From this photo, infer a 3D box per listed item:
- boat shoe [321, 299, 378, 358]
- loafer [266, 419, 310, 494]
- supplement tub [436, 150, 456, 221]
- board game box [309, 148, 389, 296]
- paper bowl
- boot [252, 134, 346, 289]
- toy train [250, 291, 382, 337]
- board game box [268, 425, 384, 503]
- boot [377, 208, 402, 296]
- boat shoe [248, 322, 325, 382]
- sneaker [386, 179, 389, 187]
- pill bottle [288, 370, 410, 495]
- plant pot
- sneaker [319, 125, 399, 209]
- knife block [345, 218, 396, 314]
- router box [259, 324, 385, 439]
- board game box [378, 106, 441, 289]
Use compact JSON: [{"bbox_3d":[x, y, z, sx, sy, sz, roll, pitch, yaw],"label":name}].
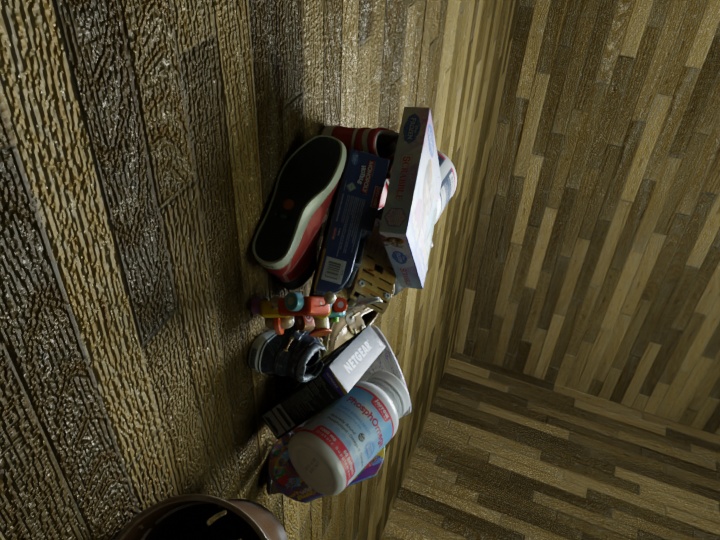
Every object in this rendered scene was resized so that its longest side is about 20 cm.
[{"bbox_3d":[-0.018,0.113,1.217,0.200,0.064,0.072,-51,153,-55],"label":"boat shoe"},{"bbox_3d":[-0.106,0.327,1.107,0.200,0.070,0.074,-51,152,-55],"label":"loafer"},{"bbox_3d":[0.113,-0.160,1.269,0.200,0.139,0.142,-53,154,-52],"label":"supplement tub"},{"bbox_3d":[-0.023,-0.053,0.916,0.200,0.061,0.202,141,-36,-81],"label":"board game box"},{"bbox_3d":[0.021,0.226,1.289,0.201,0.103,0.203,159,-90,-81],"label":"paper bowl"},{"bbox_3d":[-0.072,-0.076,0.849,0.202,0.072,0.144,-64,164,-12],"label":"boot"},{"bbox_3d":[-0.060,0.062,0.823,0.199,0.149,0.056,8,79,-58],"label":"toy train"},{"bbox_3d":[-0.059,0.294,1.017,0.158,0.198,0.039,-127,-157,-57],"label":"board game box"},{"bbox_3d":[0.077,-0.052,1.169,0.138,0.077,0.202,-22,130,-39],"label":"boot"},{"bbox_3d":[-0.086,0.116,0.936,0.200,0.090,0.072,-37,140,-66],"label":"boat shoe"},{"bbox_3d":[0.030,-0.161,1.081,0.201,0.086,0.074,-59,158,-43],"label":"sneaker"},{"bbox_3d":[-0.010,0.246,0.956,0.200,0.108,0.110,-36,142,-41],"label":"pill bottle"},{"bbox_3d":[-0.173,0.362,0.722,0.198,0.198,0.202,77,32,-75],"label":"plant pot"},{"bbox_3d":[0.027,-0.152,0.944,0.200,0.111,0.072,44,57,-55],"label":"sneaker"},{"bbox_3d":[0.000,0.000,1.026,0.175,0.064,0.202,-42,-153,53],"label":"knife block"},{"bbox_3d":[-0.057,0.180,1.017,0.157,0.052,0.200,-38,179,24],"label":"router box"},{"bbox_3d":[0.081,-0.101,0.918,0.200,0.041,0.202,62,37,-65],"label":"board game box"}]
